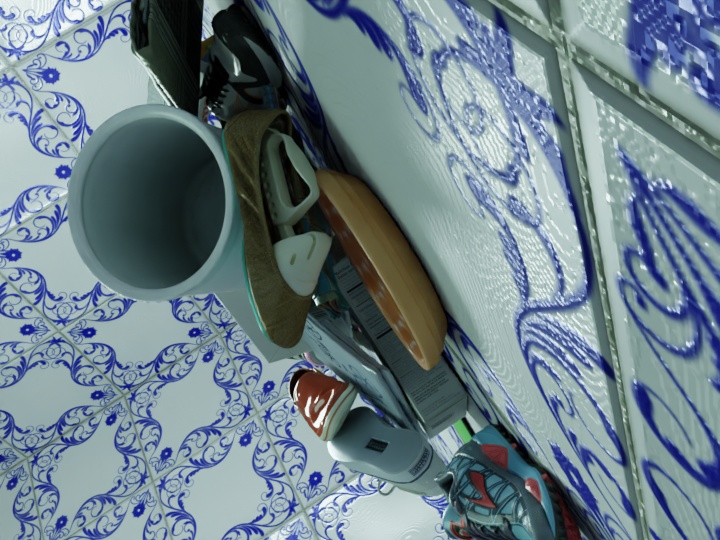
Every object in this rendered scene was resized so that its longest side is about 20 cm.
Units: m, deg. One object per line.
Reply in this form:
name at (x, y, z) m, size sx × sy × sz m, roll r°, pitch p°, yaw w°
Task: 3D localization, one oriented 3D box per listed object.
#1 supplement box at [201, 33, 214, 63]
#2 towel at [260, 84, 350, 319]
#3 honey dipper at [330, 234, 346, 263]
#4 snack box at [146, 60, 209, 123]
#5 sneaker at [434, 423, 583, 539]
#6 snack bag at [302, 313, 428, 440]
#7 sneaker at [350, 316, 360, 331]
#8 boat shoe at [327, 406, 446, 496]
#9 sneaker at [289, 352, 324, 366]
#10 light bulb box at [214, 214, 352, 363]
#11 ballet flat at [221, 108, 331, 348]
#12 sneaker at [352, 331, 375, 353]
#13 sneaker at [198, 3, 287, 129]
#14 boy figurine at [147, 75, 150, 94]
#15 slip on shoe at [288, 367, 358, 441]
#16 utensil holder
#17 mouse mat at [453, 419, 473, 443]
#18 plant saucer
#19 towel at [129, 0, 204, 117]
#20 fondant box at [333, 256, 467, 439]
supplement box at (-0.162, -0.234, 0.997) m, size 0.069 × 0.066 × 0.200 m, roll 58°, pitch 176°, yaw -4°
towel at (-0.049, -0.058, 0.778) m, size 0.147 × 0.021 × 0.202 m, roll 62°, pitch -167°, yaw -81°
honey dipper at (0.000, 0.000, 1.039) m, size 0.038 × 0.038 × 0.200 m, roll 56°, pitch 179°, yaw 20°
snack box at (-0.212, -0.152, 0.941) m, size 0.071 × 0.024 × 0.201 m, roll 29°, pitch 128°, yaw 14°
sneaker at (0.120, 0.210, 0.703) m, size 0.080 × 0.095 × 0.200 m, roll 58°, pitch 176°, yaw -13°
snack bag at (-0.015, 0.102, 0.935) m, size 0.199 × 0.021 × 0.189 m, roll 36°, pitch 165°, yaw 36°
sneaker at (-0.038, 0.073, 1.142) m, size 0.199 × 0.100 × 0.071 m, roll 28°, pitch 170°, yaw 17°
boat shoe at (0.038, 0.208, 0.914) m, size 0.086 × 0.075 × 0.201 m, roll 44°, pitch 159°, yaw -21°
sneaker at (-0.067, 0.070, 1.318) m, size 0.095 × 0.201 × 0.079 m, roll -9°, pitch 123°, yaw 35°
light bulb box at (-0.105, -0.028, 1.041) m, size 0.199 × 0.123 × 0.202 m, roll 63°, pitch -167°, yaw -52°
ballet flat at (-0.062, -0.041, 0.674) m, size 0.068 × 0.072 × 0.202 m, roll 7°, pitch -111°, yaw -57°
sneaker at (-0.002, 0.051, 1.239) m, size 0.200 × 0.076 × 0.091 m, roll 53°, pitch 169°, yaw -35°
sneaker at (-0.121, -0.185, 0.808) m, size 0.074 × 0.080 × 0.200 m, roll 59°, pitch 174°, yaw 10°
boy figurine at (-0.232, -0.164, 1.061) m, size 0.124 × 0.064 × 0.203 m, roll 2°, pitch -99°, yaw -64°
slip on shoe at (-0.050, 0.153, 0.985) m, size 0.061 × 0.075 × 0.200 m, roll 31°, pitch 175°, yaw -11°
utensil holder at (-0.154, -0.059, 0.807) m, size 0.171 × 0.169 × 0.200 m, roll 57°, pitch -164°, yaw 10°
mouse mat at (0.133, 0.206, 1.119) m, size 0.201 × 0.007 × 0.161 m, roll 58°, pitch 176°, yaw -9°
plant saucer at (0.020, -0.006, 0.728) m, size 0.201 × 0.037 × 0.200 m, roll 59°, pitch 176°, yaw 7°
towel at (-0.182, -0.249, 0.773) m, size 0.200 × 0.034 × 0.195 m, roll 86°, pitch -177°, yaw -77°
fondant box at (0.045, 0.085, 0.943) m, size 0.201 × 0.058 × 0.144 m, roll 58°, pitch 176°, yaw 19°
